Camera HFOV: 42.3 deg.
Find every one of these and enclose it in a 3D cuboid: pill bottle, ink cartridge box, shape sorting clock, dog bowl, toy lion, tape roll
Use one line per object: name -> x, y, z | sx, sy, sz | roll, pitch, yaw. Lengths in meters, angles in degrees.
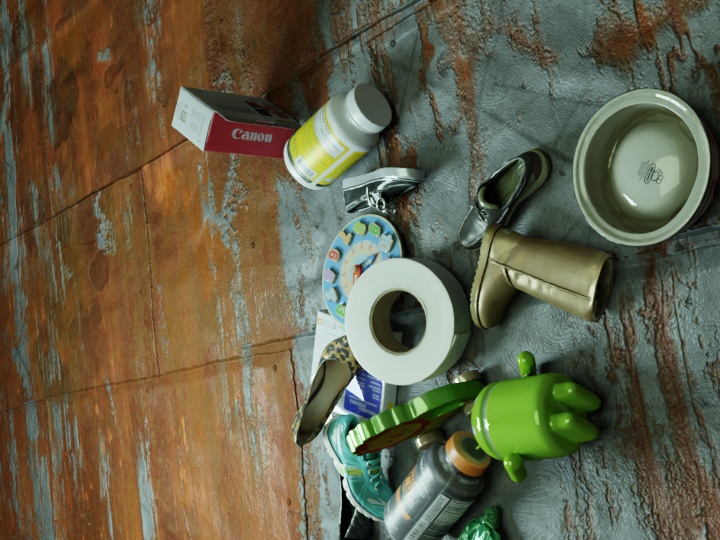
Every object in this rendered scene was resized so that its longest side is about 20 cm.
pill bottle -> -0.039, -0.237, 1.638 | 0.199, 0.111, 0.114 | -35, 65, 41
ink cartridge box -> -0.013, 0.188, 1.664 | 0.196, 0.047, 0.204 | 13, 102, 45
shape sorting clock -> 0.000, 0.000, 1.630 | 0.198, 0.039, 0.204 | -13, 71, 40
ink cartridge box -> -0.229, -0.273, 1.780 | 0.175, 0.198, 0.085 | 39, 118, 41
dog bowl -> 0.378, -0.131, 1.212 | 0.198, 0.073, 0.204 | -1, 89, 47
pill bottle -> 0.125, 0.343, 1.466 | 0.107, 0.105, 0.201 | 53, 125, 33
toy lion -> 0.081, 0.232, 1.450 | 0.200, 0.190, 0.069 | -42, 61, 38
tape roll -> 0.076, 0.081, 1.503 | 0.200, 0.070, 0.206 | 0, 90, 29

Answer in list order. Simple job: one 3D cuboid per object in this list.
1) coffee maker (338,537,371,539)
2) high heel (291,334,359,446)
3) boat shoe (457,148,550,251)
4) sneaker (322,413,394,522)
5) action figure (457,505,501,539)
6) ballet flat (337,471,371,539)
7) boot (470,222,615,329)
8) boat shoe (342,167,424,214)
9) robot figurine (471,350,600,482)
coffee maker -> -0.031, 0.561, 1.617 | 0.192, 0.133, 0.202 | 47, 122, 37
high heel -> -0.056, 0.206, 1.578 | 0.201, 0.071, 0.143 | -60, 5, 40
boat shoe -> 0.202, -0.107, 1.409 | 0.201, 0.065, 0.072 | -50, 57, 35
sneaker -> 0.007, 0.336, 1.584 | 0.079, 0.077, 0.202 | -34, 87, 45
action figure -> 0.176, 0.459, 1.449 | 0.118, 0.054, 0.203 | 29, 104, 45
ballet flat -> -0.016, 0.388, 1.656 | 0.066, 0.056, 0.204 | -12, 81, 46
boot -> 0.258, 0.034, 1.349 | 0.198, 0.066, 0.178 | 23, 121, 38
boat shoe -> 0.035, -0.132, 1.584 | 0.198, 0.073, 0.069 | -6, 82, 48
robot figurine -> 0.242, 0.210, 1.329 | 0.199, 0.115, 0.178 | -17, 55, 47
